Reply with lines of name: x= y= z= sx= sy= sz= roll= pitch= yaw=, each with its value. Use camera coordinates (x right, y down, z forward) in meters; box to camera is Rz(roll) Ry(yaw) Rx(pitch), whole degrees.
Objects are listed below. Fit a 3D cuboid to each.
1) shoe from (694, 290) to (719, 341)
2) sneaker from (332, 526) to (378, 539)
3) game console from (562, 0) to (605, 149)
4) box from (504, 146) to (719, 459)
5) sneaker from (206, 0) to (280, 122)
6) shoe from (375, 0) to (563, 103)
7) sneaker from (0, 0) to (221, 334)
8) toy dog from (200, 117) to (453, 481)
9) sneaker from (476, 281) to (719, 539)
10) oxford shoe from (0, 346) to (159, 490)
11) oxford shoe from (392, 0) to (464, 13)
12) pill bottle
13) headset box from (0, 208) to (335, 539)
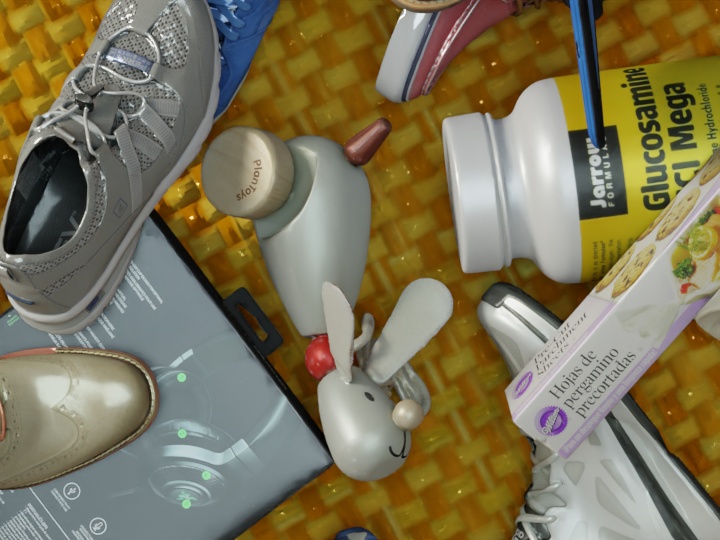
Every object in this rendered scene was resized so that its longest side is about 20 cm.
shoe: x=0.271 y=0.046 z=1.496 sx=0.200 sy=0.070 sz=0.053 roll=17 pitch=58 yaw=-4
sneaker: x=-0.008 y=0.220 z=1.449 sx=0.088 sy=0.200 sz=0.075 roll=-19 pitch=132 yaw=3
game console: x=0.147 y=-0.193 z=1.363 sx=0.170 sy=0.200 sz=0.118 roll=-29 pitch=49 yaw=-15
box: x=0.154 y=0.009 z=1.417 sx=0.039 sy=0.041 sz=0.200 roll=36 pitch=107 yaw=-16
sneaker: x=-0.072 y=-0.161 z=1.464 sx=0.077 sy=0.111 sz=0.200 roll=29 pitch=91 yaw=-2
shoe: x=0.090 y=-0.166 z=1.488 sx=0.091 sy=0.071 sz=0.200 roll=29 pitch=86 yaw=3
sneaker: x=-0.130 y=-0.068 z=1.403 sx=0.075 sy=0.082 sz=0.200 roll=14 pitch=76 yaw=19
toy dog: x=0.000 y=0.000 z=1.451 sx=0.096 sy=0.132 sz=0.200 roll=-29 pitch=92 yaw=28
sneaker: x=0.106 y=0.110 z=1.495 sx=0.115 sy=0.076 sz=0.201 roll=-39 pitch=95 yaw=-2
oxford shoe: x=-0.202 y=0.084 z=1.394 sx=0.200 sy=0.074 sz=0.071 roll=-13 pitch=90 yaw=0
oxford shoe: x=0.084 y=-0.217 z=1.429 sx=0.071 sy=0.071 sz=0.200 roll=43 pitch=83 yaw=3
pill bottle: x=0.148 y=-0.053 z=1.472 sx=0.199 sy=0.112 sz=0.113 roll=-8 pitch=92 yaw=-1
headset box: x=-0.132 y=0.083 z=1.479 sx=0.200 sy=0.093 sz=0.174 roll=-38 pitch=92 yaw=0
